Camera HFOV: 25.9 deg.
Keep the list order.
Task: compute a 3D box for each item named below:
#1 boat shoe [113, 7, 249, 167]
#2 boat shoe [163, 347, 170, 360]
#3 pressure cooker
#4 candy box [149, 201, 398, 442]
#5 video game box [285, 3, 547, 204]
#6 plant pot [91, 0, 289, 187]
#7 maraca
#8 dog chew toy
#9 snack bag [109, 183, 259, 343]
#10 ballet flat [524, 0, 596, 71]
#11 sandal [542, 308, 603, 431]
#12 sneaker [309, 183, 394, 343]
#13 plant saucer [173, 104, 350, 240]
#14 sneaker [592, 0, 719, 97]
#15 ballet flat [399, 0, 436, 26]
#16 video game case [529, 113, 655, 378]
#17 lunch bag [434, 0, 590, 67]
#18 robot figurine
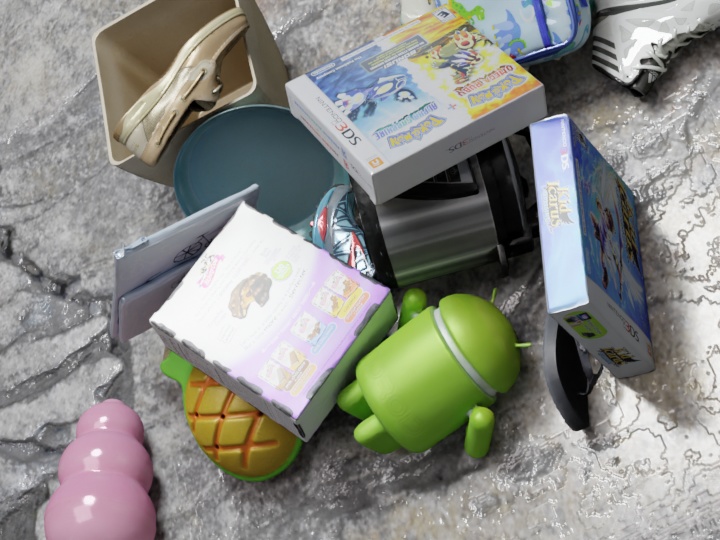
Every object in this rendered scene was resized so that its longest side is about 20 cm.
[{"bbox_3d":[-0.182,-0.199,1.705,0.064,0.071,0.200,40,81,2],"label":"boat shoe"},{"bbox_3d":[-0.142,0.054,1.765,0.199,0.071,0.065,-24,50,19],"label":"boat shoe"},{"bbox_3d":[0.093,-0.087,1.615,0.198,0.177,0.179,-14,22,3],"label":"pressure cooker"},{"bbox_3d":[-0.089,0.050,1.628,0.199,0.072,0.168,31,73,22],"label":"candy box"},{"bbox_3d":[0.052,-0.168,1.543,0.199,0.047,0.182,-29,48,-15],"label":"video game box"},{"bbox_3d":[-0.176,-0.206,1.849,0.198,0.177,0.201,-25,58,18],"label":"plant pot"},{"bbox_3d":[-0.138,0.133,1.693,0.137,0.107,0.201,-38,79,17],"label":"maraca"},{"bbox_3d":[-0.286,0.237,1.753,0.124,0.125,0.202,-17,52,25],"label":"dog chew toy"},{"bbox_3d":[-0.188,-0.007,1.715,0.188,0.200,0.021,-27,69,-23],"label":"snack bag"},{"bbox_3d":[0.188,-0.252,1.716,0.199,0.067,0.071,-26,63,26],"label":"ballet flat"},{"bbox_3d":[0.213,0.057,1.543,0.043,0.076,0.202,-12,62,29],"label":"sandal"},{"bbox_3d":[0.000,0.000,1.718,0.095,0.079,0.202,-7,72,17],"label":"sneaker"},{"bbox_3d":[-0.111,-0.106,1.760,0.199,0.200,0.028,-27,34,18],"label":"plant saucer"},{"bbox_3d":[0.328,-0.235,1.623,0.199,0.075,0.117,0,76,41],"label":"sneaker"},{"bbox_3d":[0.078,-0.338,1.821,0.074,0.074,0.202,2,69,33],"label":"ballet flat"},{"bbox_3d":[0.225,-0.021,1.507,0.045,0.181,0.202,-15,61,24],"label":"video game case"},{"bbox_3d":[0.154,-0.314,1.644,0.159,0.082,0.202,-10,94,27],"label":"lunch bag"},{"bbox_3d":[0.076,0.104,1.582,0.199,0.116,0.176,-37,58,12],"label":"robot figurine"}]
